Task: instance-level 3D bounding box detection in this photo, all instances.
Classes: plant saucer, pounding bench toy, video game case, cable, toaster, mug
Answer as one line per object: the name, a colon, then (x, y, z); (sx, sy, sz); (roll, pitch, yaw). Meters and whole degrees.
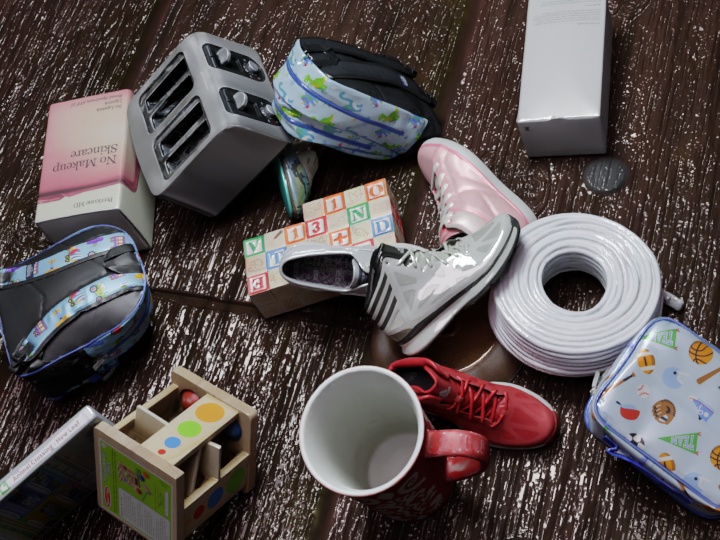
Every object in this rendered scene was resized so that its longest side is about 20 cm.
plant saucer: (0.104, 0.068, 1.485); (0.199, 0.037, 0.202); (-8, 60, 14)
pounding bench toy: (-0.207, 0.241, 1.440); (0.124, 0.201, 0.156); (26, 40, 26)
video game case: (-0.351, 0.242, 1.433); (0.182, 0.200, 0.022); (-42, 73, -8)
cable: (0.246, 0.027, 1.421); (0.199, 0.069, 0.200); (-36, 60, -16)
toaster: (-0.206, -0.188, 1.641); (0.200, 0.118, 0.182); (-41, 53, 27)
mug: (0.044, 0.207, 1.320); (0.177, 0.200, 0.134); (29, 79, 26)

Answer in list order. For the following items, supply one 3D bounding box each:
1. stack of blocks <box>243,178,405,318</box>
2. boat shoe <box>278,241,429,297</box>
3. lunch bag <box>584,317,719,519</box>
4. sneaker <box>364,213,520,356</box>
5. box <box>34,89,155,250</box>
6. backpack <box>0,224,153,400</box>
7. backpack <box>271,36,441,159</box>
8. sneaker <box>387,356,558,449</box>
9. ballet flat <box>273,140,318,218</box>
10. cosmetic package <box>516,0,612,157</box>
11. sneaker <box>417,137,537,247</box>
stack of blocks: (-0.045, -0.028, 1.568); (0.199, 0.059, 0.116); (-17, 53, 11)
boat shoe: (0.000, 0.000, 1.468); (0.198, 0.069, 0.073); (11, 104, 6)
lunch bag: (0.338, 0.156, 1.307); (0.199, 0.076, 0.161); (36, 77, 10)
sneaker: (0.084, -0.009, 1.405); (0.201, 0.115, 0.076); (-47, 16, 2)
box: (-0.358, -0.130, 1.702); (0.127, 0.109, 0.201); (-9, 58, 12)
backpack: (-0.354, 0.047, 1.583); (0.199, 0.135, 0.183); (-29, 56, 1)
backpack: (-0.017, -0.224, 1.597); (0.154, 0.200, 0.164); (-41, 56, 18)
sneaker: (0.117, 0.149, 1.368); (0.198, 0.115, 0.079); (14, 87, 15)
ballet flat: (-0.093, -0.158, 1.663); (0.074, 0.074, 0.201); (-24, 60, 3)
cosmetic package: (0.264, -0.252, 1.588); (0.107, 0.085, 0.201); (0, 62, 18)
sneaker: (0.117, -0.083, 1.532); (0.104, 0.076, 0.200); (-32, 59, -24)
